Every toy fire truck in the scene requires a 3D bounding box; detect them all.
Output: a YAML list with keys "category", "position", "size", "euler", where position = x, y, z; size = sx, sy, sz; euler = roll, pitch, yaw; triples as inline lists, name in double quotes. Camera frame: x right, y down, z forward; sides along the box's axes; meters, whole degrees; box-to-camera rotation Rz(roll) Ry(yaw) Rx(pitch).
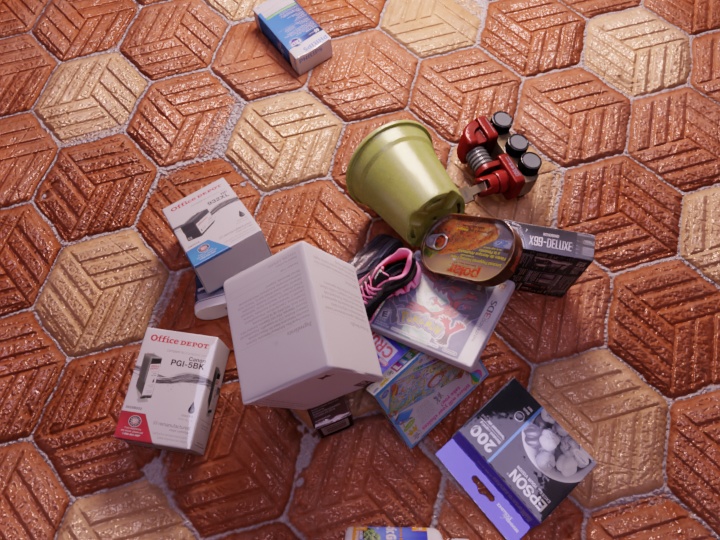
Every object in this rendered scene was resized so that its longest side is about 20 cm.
- category: "toy fire truck"
  position: [0.241, -0.210, 1.230]
  size: [0.198, 0.129, 0.178]
  euler: [-19, 66, -17]

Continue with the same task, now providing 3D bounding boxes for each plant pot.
- category: "plant pot"
  position: [0.099, -0.150, 1.133]
  size: [0.198, 0.201, 0.185]
  euler: [-27, 54, -10]

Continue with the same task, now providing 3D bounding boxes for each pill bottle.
- category: "pill bottle"
  position: [0.074, 0.463, 0.927]
  size: [0.197, 0.112, 0.114]
  euler: [-1, 66, 2]

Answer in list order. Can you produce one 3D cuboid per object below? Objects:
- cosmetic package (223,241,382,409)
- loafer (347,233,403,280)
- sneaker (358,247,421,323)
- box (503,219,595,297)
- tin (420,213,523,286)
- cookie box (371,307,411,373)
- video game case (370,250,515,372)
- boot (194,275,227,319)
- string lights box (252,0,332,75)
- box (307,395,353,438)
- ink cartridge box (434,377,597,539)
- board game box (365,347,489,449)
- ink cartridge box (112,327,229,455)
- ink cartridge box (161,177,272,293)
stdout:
- category: "cosmetic package"
  position: [-0.089, 0.094, 0.926]
  size: [0.163, 0.164, 0.203]
  euler: [-24, 65, 22]
- category: "loafer"
  position: [0.000, 0.000, 1.170]
  size: [0.200, 0.072, 0.063]
  euler: [-41, 51, -21]
- category: "sneaker"
  position: [0.021, 0.030, 1.017]
  size: [0.199, 0.096, 0.079]
  euler: [-40, 72, -12]
- category: "box"
  position: [0.319, -0.016, 1.082]
  size: [0.155, 0.200, 0.050]
  euler: [10, 70, 7]
- category: "tin"
  position: [0.187, -0.035, 1.012]
  size: [0.199, 0.042, 0.113]
  euler: [15, 76, 50]
- category: "cookie box"
  position: [0.057, 0.105, 1.107]
  size: [0.199, 0.075, 0.171]
  euler: [-39, 70, -14]
- category: "video game case"
  position: [0.143, 0.063, 1.037]
  size: [0.198, 0.023, 0.183]
  euler: [19, 61, 29]
- category: "boot"
  position: [-0.230, 0.028, 1.156]
  size: [0.197, 0.073, 0.091]
  euler: [-11, 60, -2]
- category: "string lights box"
  position: [-0.164, -0.576, 1.431]
  size: [0.102, 0.059, 0.201]
  euler: [-33, 69, -12]
- category: "box"
  position: [-0.081, 0.188, 1.063]
  size: [0.074, 0.100, 0.202]
  euler: [-20, 66, -7]
- category: "ink cartridge box"
  position: [0.264, 0.324, 1.020]
  size: [0.199, 0.044, 0.198]
  euler: [-40, 71, -13]
- category: "board game box"
  position: [0.122, 0.195, 1.043]
  size: [0.199, 0.034, 0.135]
  euler: [-39, 112, -15]
- category: "ink cartridge box"
  position: [-0.336, 0.216, 1.070]
  size: [0.144, 0.083, 0.203]
  euler: [6, 67, 6]
- category: "ink cartridge box"
  position: [-0.284, -0.073, 1.164]
  size: [0.144, 0.084, 0.200]
  euler: [-30, 50, -13]
